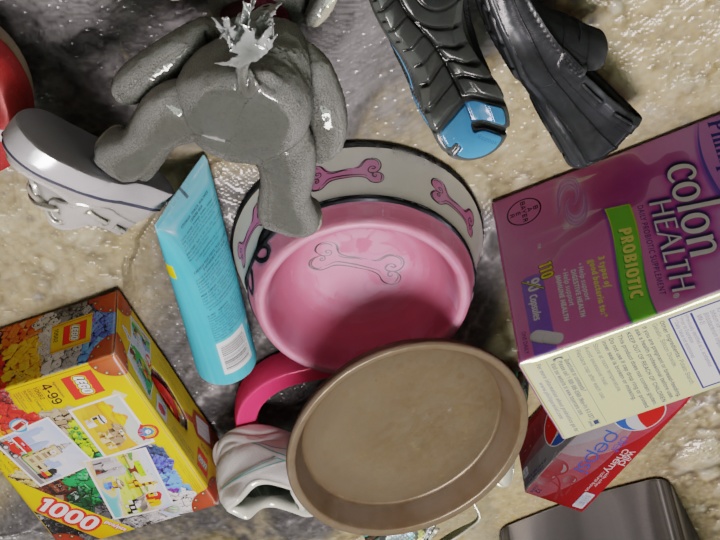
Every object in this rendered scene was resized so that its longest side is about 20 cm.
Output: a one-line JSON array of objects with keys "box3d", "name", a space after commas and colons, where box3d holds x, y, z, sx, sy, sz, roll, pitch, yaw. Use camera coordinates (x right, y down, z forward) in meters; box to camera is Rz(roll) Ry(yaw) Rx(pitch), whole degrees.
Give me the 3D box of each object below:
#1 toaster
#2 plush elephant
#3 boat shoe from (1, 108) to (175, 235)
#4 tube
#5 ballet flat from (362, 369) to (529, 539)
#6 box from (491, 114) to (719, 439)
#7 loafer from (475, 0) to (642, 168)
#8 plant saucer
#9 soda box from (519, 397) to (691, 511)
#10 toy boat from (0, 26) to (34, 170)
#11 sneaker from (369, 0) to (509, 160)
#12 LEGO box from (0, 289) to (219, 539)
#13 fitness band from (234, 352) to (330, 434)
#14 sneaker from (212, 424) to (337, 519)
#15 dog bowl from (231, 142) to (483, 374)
[{"box3d": [0.229, 0.299, 1.752, 0.180, 0.119, 0.200, -21, 132, 14], "name": "toaster"}, {"box3d": [-0.078, -0.150, 1.293, 0.164, 0.155, 0.200, 15, 139, -5], "name": "plush elephant"}, {"box3d": [-0.203, -0.062, 1.355, 0.066, 0.072, 0.200, -45, 166, 10], "name": "boat shoe"}, {"box3d": [-0.121, 0.008, 1.486, 0.050, 0.078, 0.200, 11, 140, 18], "name": "tube"}, {"box3d": [0.088, 0.175, 1.616, 0.200, 0.074, 0.074, -47, 124, 4], "name": "ballet flat"}, {"box3d": [0.214, 0.003, 1.430, 0.199, 0.176, 0.097, -20, 132, 15], "name": "box"}, {"box3d": [0.139, -0.155, 1.355, 0.070, 0.068, 0.201, -31, 132, 8], "name": "loafer"}, {"box3d": [0.035, 0.129, 1.517, 0.199, 0.030, 0.201, -9, 128, -12], "name": "plant saucer"}, {"box3d": [0.212, 0.112, 1.606, 0.063, 0.070, 0.200, 21, 129, -22], "name": "soda box"}, {"box3d": [-0.325, -0.108, 1.315, 0.199, 0.131, 0.131, 4, 133, -8], "name": "toy boat"}, {"box3d": [0.042, -0.174, 1.320, 0.073, 0.082, 0.201, -19, 111, -6], "name": "sneaker"}, {"box3d": [-0.223, 0.126, 1.581, 0.148, 0.077, 0.200, -18, 132, 13], "name": "LEGO box"}, {"box3d": [-0.007, 0.115, 1.620, 0.199, 0.038, 0.144, -12, 130, 5], "name": "fitness band"}, {"box3d": [-0.024, 0.165, 1.587, 0.199, 0.080, 0.071, -12, 129, 5], "name": "sneaker"}, {"box3d": [0.000, 0.000, 1.482, 0.199, 0.074, 0.201, -2, 134, -2], "name": "dog bowl"}]
